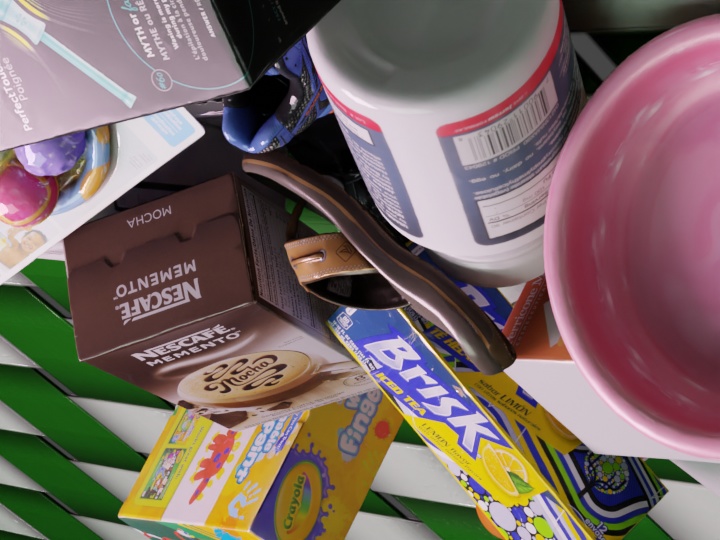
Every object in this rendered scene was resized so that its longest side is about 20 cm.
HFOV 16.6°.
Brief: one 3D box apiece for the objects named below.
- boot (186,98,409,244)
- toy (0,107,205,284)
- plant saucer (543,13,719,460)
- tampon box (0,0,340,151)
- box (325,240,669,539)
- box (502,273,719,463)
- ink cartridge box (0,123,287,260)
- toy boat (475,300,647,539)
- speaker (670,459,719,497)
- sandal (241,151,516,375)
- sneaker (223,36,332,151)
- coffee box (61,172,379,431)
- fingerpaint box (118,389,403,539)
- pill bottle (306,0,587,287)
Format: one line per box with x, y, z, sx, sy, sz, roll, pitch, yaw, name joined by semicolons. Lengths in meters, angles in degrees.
-0.024;-0.066;1.420;0.164;0.066;0.200;12;159;41;boot
-0.193;-0.054;1.310;0.199;0.047;0.115;-32;112;33;toy
0.179;-0.015;1.120;0.200;0.202;0.051;12;-175;37;plant saucer
-0.125;-0.153;1.099;0.199;0.126;0.151;-10;113;34;tampon box
0.075;0.075;1.379;0.200;0.064;0.070;49;145;2;box
0.184;0.023;1.263;0.097;0.125;0.199;41;156;-30;box
-0.163;-0.049;1.481;0.199;0.085;0.146;4;177;-36;ink cartridge box
0.113;0.110;1.551;0.130;0.131;0.200;28;160;1;toy boat
0.192;0.071;1.430;0.200;0.082;0.081;37;158;-21;speaker
0.000;0.000;1.303;0.200;0.055;0.082;41;-179;26;sandal
-0.041;-0.134;1.198;0.075;0.079;0.201;18;143;23;sneaker
-0.074;0.024;1.422;0.112;0.080;0.200;-18;158;19;coffee box
-0.050;0.099;1.636;0.073;0.201;0.166;38;157;-28;fingerpaint box
0.051;-0.077;1.204;0.119;0.120;0.200;19;158;22;pill bottle
